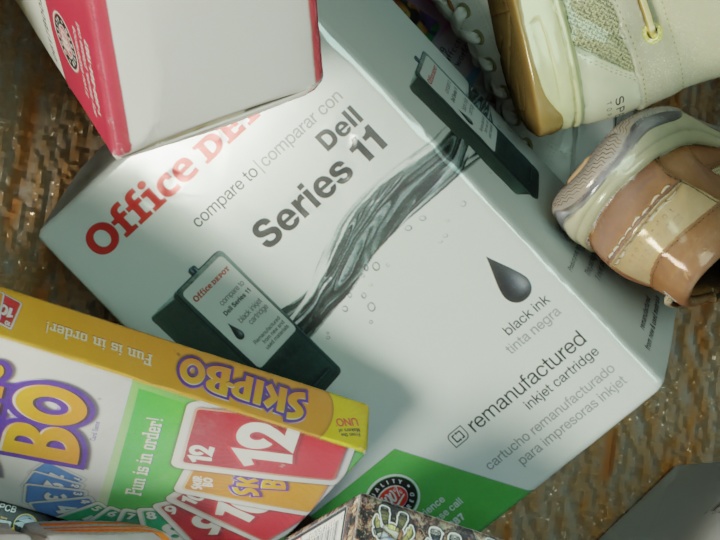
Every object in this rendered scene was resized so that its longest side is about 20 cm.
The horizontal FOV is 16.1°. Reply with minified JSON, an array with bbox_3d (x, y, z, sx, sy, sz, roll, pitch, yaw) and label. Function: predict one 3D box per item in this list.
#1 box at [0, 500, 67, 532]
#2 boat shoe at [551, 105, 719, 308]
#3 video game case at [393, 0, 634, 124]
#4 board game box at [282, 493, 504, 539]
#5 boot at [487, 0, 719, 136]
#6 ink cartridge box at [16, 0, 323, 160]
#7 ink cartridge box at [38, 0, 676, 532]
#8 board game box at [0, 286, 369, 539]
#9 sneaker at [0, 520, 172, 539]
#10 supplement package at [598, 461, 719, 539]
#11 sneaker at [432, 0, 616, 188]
[{"bbox_3d":[-0.209,0.088,0.944,0.200,0.046,0.159,13,80,-16],"label":"box"},{"bbox_3d":[0.150,-0.017,0.979,0.072,0.076,0.200,47,30,23],"label":"boat shoe"},{"bbox_3d":[0.030,-0.100,1.054,0.182,0.024,0.200,33,76,-12],"label":"video game case"},{"bbox_3d":[-0.008,0.204,0.908,0.097,0.159,0.200,20,62,-21],"label":"board game box"},{"bbox_3d":[0.116,-0.161,0.946,0.155,0.072,0.200,-11,98,-6],"label":"boot"},{"bbox_3d":[-0.094,-0.158,0.871,0.086,0.148,0.200,-24,48,-16],"label":"ink cartridge box"},{"bbox_3d":[0.000,0.000,0.968,0.147,0.083,0.200,-41,98,21],"label":"ink cartridge box"},{"bbox_3d":[-0.107,0.051,0.907,0.200,0.096,0.030,21,47,-19],"label":"board game box"},{"bbox_3d":[-0.161,0.146,0.889,0.200,0.078,0.112,1,90,-13],"label":"sneaker"},{"bbox_3d":[0.144,0.159,0.968,0.156,0.200,0.111,-41,97,-18],"label":"supplement package"},{"bbox_3d":[0.057,-0.098,1.013,0.085,0.073,0.200,-3,93,-4],"label":"sneaker"}]
